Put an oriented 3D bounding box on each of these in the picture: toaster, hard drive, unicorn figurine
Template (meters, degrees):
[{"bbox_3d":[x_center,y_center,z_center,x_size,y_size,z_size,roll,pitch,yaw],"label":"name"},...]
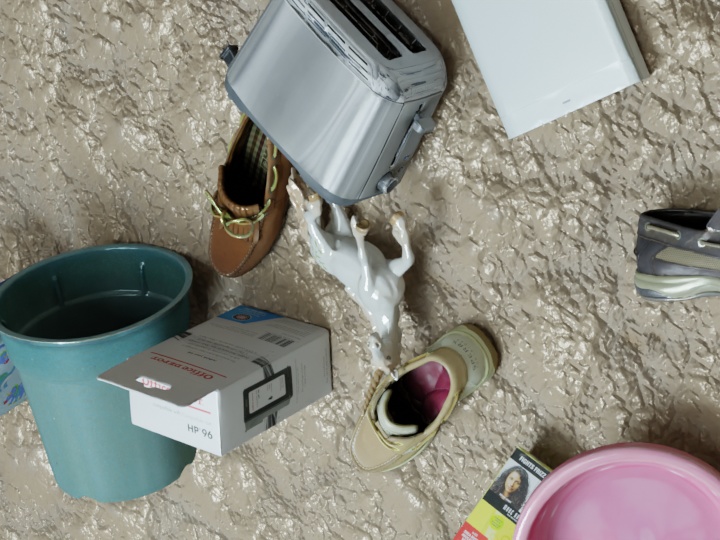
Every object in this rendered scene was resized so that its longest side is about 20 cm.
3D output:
[{"bbox_3d":[-0.022,-0.163,1.312,0.200,0.113,0.130,48,127,18],"label":"toaster"},{"bbox_3d":[0.129,-0.217,1.221,0.131,0.026,0.202,-21,93,43],"label":"hard drive"},{"bbox_3d":[0.000,0.000,1.370,0.201,0.073,0.139,-119,21,-46],"label":"unicorn figurine"}]

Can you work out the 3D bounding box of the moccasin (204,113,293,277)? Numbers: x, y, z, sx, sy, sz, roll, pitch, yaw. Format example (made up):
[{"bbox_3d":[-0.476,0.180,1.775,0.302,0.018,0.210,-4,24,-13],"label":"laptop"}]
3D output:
[{"bbox_3d":[-0.101,-0.072,1.431,0.074,0.077,0.202,45,133,17],"label":"moccasin"}]

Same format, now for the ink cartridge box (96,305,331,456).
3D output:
[{"bbox_3d":[-0.131,0.104,1.443,0.115,0.199,0.069,14,115,35],"label":"ink cartridge box"}]

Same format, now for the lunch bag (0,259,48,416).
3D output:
[{"bbox_3d":[-0.378,0.082,1.643,0.082,0.200,0.161,42,130,10],"label":"lunch bag"}]

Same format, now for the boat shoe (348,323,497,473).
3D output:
[{"bbox_3d":[0.039,0.120,1.397,0.074,0.066,0.200,50,131,14],"label":"boat shoe"}]

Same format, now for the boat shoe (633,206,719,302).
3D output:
[{"bbox_3d":[0.278,-0.022,1.139,0.198,0.074,0.074,-6,103,40],"label":"boat shoe"}]

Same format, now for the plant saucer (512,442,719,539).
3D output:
[{"bbox_3d":[0.220,0.227,1.258,0.198,0.051,0.203,3,107,10],"label":"plant saucer"}]

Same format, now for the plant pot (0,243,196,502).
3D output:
[{"bbox_3d":[-0.247,0.106,1.559,0.198,0.200,0.198,13,122,36],"label":"plant pot"}]

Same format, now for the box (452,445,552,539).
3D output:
[{"bbox_3d":[0.107,0.251,1.333,0.075,0.050,0.201,36,91,24],"label":"box"}]
